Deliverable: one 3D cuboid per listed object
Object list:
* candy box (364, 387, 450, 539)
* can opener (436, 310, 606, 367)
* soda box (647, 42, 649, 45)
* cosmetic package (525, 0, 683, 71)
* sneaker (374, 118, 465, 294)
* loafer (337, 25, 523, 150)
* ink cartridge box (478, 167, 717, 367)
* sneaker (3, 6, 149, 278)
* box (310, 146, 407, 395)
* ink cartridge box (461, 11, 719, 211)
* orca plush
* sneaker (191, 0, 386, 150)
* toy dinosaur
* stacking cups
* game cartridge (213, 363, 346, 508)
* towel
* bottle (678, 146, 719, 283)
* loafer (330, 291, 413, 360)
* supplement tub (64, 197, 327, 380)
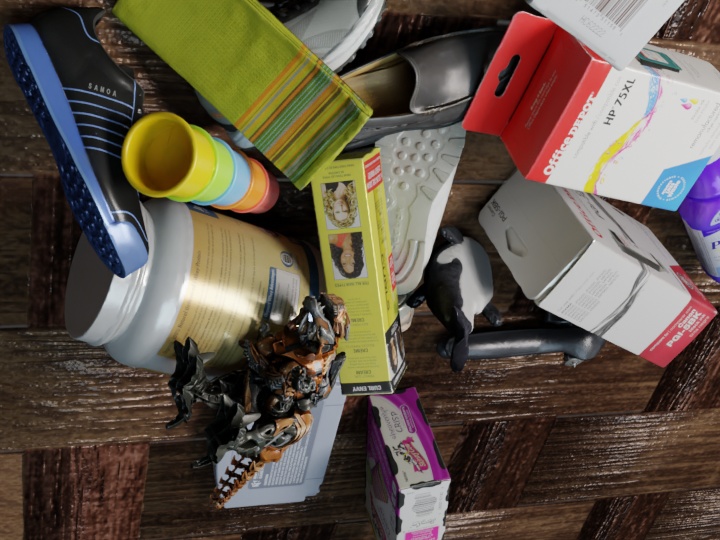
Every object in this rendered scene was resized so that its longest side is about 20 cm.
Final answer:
[{"bbox_3d":[0.049,0.252,1.143,0.060,0.137,0.201,-9,131,-10],"label":"candy box"},{"bbox_3d":[0.179,0.074,1.104,0.198,0.079,0.063,-9,170,-10],"label":"can opener"},{"bbox_3d":[0.211,-0.177,0.885,0.063,0.071,0.201,-19,133,-4],"label":"soda box"},{"bbox_3d":[0.134,-0.237,0.718,0.101,0.201,0.071,24,118,-34],"label":"cosmetic package"},{"bbox_3d":[0.050,-0.081,0.913,0.076,0.080,0.202,21,107,12],"label":"sneaker"},{"bbox_3d":[0.047,-0.151,0.825,0.199,0.073,0.072,-23,177,1],"label":"loafer"},{"bbox_3d":[0.230,-0.008,0.983,0.199,0.147,0.083,24,116,-35],"label":"ink cartridge box"},{"bbox_3d":[-0.188,-0.098,0.747,0.077,0.070,0.202,-25,99,-28],"label":"sneaker"},{"bbox_3d":[0.000,0.000,0.866,0.050,0.075,0.202,-5,102,15],"label":"box"},{"bbox_3d":[0.197,-0.128,0.827,0.198,0.068,0.117,8,127,-23],"label":"ink cartridge box"},{"bbox_3d":[0.080,0.031,0.944,0.071,0.201,0.105,-28,118,20],"label":"orca plush"},{"bbox_3d":[-0.051,-0.184,0.784,0.079,0.074,0.200,39,106,-27],"label":"sneaker"},{"bbox_3d":[-0.075,0.110,0.812,0.135,0.102,0.202,5,98,-45],"label":"toy dinosaur"},{"bbox_3d":[-0.111,-0.073,0.794,0.060,0.061,0.200,-36,166,12],"label":"stacking cups"},{"bbox_3d":[-0.093,0.178,1.097,0.132,0.041,0.201,-2,129,-23],"label":"game cartridge"},{"bbox_3d":[-0.090,-0.155,0.758,0.200,0.018,0.086,42,112,-7],"label":"towel"},{"bbox_3d":[0.371,-0.068,1.040,0.083,0.066,0.200,-30,132,8],"label":"bottle"},{"bbox_3d":[-0.037,0.069,1.005,0.198,0.072,0.063,-20,140,-7],"label":"loafer"},{"bbox_3d":[-0.138,0.021,0.872,0.199,0.145,0.145,18,121,-32],"label":"supplement tub"}]
